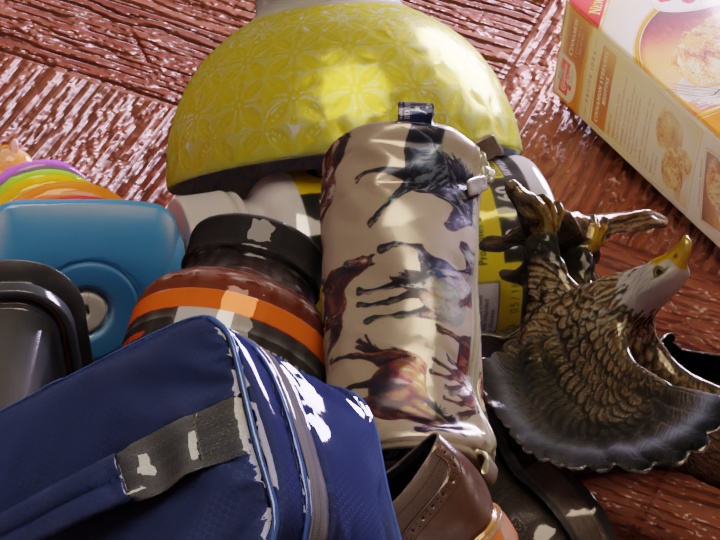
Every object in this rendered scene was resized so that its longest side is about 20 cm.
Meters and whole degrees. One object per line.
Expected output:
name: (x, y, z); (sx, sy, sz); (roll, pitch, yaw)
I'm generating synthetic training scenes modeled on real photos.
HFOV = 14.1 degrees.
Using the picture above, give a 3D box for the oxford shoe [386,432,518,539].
oxford shoe: (-0.032, 0.141, 1.321); (0.200, 0.073, 0.071); (-30, 18, 0)

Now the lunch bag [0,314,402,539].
lunch bag: (-0.097, 0.114, 1.247); (0.200, 0.132, 0.136); (-28, 57, 20)

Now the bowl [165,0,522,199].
bowl: (-0.014, -0.106, 1.618); (0.200, 0.108, 0.200); (-7, -5, -1)

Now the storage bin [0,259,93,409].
storage bin: (-0.232, 0.080, 1.388); (0.200, 0.146, 0.134); (-2, 40, 1)

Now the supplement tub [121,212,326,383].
supplement tub: (-0.073, 0.072, 1.421); (0.107, 0.107, 0.200); (12, 61, 4)

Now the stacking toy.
stacking toy: (-0.173, -0.019, 1.589); (0.110, 0.116, 0.200); (1, 24, -21)

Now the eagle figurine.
eagle figurine: (0.129, 0.046, 1.439); (0.152, 0.151, 0.200); (-17, 60, -11)

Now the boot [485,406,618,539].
boot: (0.016, 0.145, 1.415); (0.174, 0.069, 0.200); (-31, 20, -14)

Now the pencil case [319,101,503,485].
pencil case: (0.026, 0.019, 1.410); (0.089, 0.078, 0.200); (-15, 56, 22)

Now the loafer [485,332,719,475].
loafer: (0.146, 0.061, 1.551); (0.200, 0.071, 0.073); (1, 39, -9)

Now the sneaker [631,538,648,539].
sneaker: (0.090, 0.194, 1.397); (0.200, 0.070, 0.076); (-29, 26, -35)

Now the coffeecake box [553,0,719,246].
coffeecake box: (0.238, -0.102, 1.759); (0.153, 0.073, 0.200); (-18, 45, -28)

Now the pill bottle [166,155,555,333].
pill bottle: (0.000, 0.000, 1.569); (0.200, 0.114, 0.114); (-5, 40, -16)
